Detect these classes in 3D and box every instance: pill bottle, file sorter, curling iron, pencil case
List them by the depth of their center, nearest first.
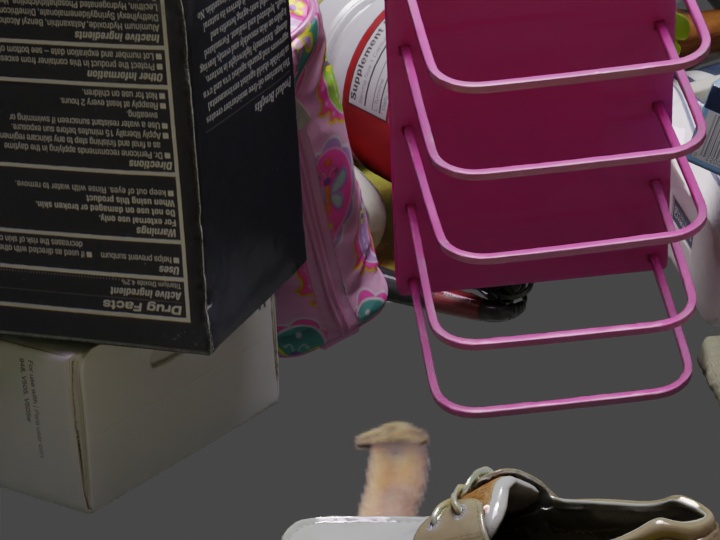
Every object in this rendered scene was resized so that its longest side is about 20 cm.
[{"bbox_3d":[0.089,-0.045,1.330,0.138,0.201,0.126,-6,37,-4],"label":"file sorter"},{"bbox_3d":[-0.043,-0.052,1.385,0.087,0.201,0.088,-7,40,6],"label":"pencil case"},{"bbox_3d":[0.000,0.000,1.484,0.199,0.026,0.050,7,28,24],"label":"curling iron"},{"bbox_3d":[0.056,-0.089,1.513,0.112,0.113,0.200,-19,31,-32],"label":"pill bottle"}]

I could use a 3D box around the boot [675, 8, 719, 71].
[{"bbox_3d":[0.161,-0.121,1.656,0.187,0.069,0.199,-8,5,-42],"label":"boot"}]

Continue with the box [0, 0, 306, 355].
[{"bbox_3d":[-0.139,-0.082,1.264,0.199,0.200,0.123,5,22,21],"label":"box"}]

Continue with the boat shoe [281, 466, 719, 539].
[{"bbox_3d":[0.056,0.114,1.143,0.199,0.069,0.075,4,24,20],"label":"boat shoe"}]

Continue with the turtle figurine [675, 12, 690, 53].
[{"bbox_3d":[0.126,-0.179,1.609,0.161,0.065,0.200,15,59,43],"label":"turtle figurine"}]

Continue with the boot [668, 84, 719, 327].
[{"bbox_3d":[0.203,-0.037,1.475,0.090,0.073,0.201,-3,37,-11],"label":"boot"}]

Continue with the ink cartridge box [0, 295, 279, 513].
[{"bbox_3d":[-0.157,0.034,1.359,0.199,0.084,0.146,12,27,37],"label":"ink cartridge box"}]

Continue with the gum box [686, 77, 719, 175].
[{"bbox_3d":[0.266,-0.058,1.430,0.169,0.045,0.200,24,19,12],"label":"gum box"}]

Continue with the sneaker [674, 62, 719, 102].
[{"bbox_3d":[0.168,-0.077,1.596,0.198,0.076,0.085,-5,4,7],"label":"sneaker"}]

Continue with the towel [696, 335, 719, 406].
[{"bbox_3d":[0.262,0.069,1.271,0.191,0.035,0.200,-9,25,-2],"label":"towel"}]

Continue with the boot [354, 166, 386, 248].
[{"bbox_3d":[-0.057,-0.084,1.575,0.199,0.073,0.144,30,28,10],"label":"boot"}]

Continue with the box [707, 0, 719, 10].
[{"bbox_3d":[0.282,-0.176,1.685,0.158,0.046,0.200,7,-14,28],"label":"box"}]
